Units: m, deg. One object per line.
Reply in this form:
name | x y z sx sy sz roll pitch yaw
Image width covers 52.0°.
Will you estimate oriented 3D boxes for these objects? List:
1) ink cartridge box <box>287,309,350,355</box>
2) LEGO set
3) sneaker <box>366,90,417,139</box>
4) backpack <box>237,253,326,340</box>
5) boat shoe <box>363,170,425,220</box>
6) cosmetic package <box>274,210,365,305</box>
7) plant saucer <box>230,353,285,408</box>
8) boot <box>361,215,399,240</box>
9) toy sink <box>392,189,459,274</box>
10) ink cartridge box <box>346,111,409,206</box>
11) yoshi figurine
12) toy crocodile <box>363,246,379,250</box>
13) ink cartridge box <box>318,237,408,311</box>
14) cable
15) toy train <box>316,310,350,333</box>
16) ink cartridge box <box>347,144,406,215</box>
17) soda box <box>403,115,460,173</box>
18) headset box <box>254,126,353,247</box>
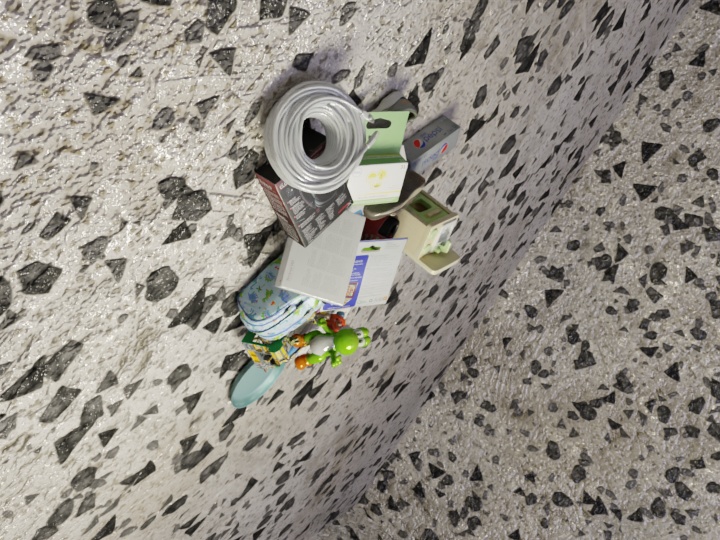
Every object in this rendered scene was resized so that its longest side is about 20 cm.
ink cartridge box | -0.132 0.137 1.957 0.199 0.084 0.147 -9 134 -59
LEGO set | -0.182 0.162 1.765 0.117 0.151 0.202 65 36 -39
sneaker | 0.043 -0.310 1.606 0.200 0.079 0.074 -43 159 -15
backpack | -0.182 0.062 1.670 0.200 0.164 0.153 -44 153 15
boat shoe | 0.080 -0.162 1.738 0.199 0.074 0.074 -33 154 -35
cosmetic package | -0.086 -0.042 1.594 0.051 0.149 0.204 0 -107 65
plant saucer | -0.277 0.283 1.982 0.200 0.027 0.201 -41 157 -22
boot | -0.001 -0.074 1.804 0.200 0.144 0.072 -48 160 -3
toy sink | 0.162 -0.106 1.843 0.129 0.199 0.113 -24 146 -45
ink cartridge box | 0.033 -0.238 1.585 0.143 0.048 0.202 -8 132 -27
yoshi figurine | -0.076 0.177 1.784 0.113 0.197 0.113 -79 147 -50
toy crocodile | 0.056 -0.066 2.041 0.201 0.062 0.067 -52 158 2
ink cartridge box | 0.000 0.000 1.763 0.195 0.047 0.203 -5 126 -31
cable | -0.083 -0.245 1.357 0.199 0.069 0.202 39 77 -32
toy train | -0.083 0.067 1.865 0.150 0.055 0.204 27 60 -53
ink cartridge box | 0.017 -0.214 1.719 0.200 0.066 0.116 -46 158 -11
soda box | 0.166 -0.311 1.866 0.199 0.063 0.069 -38 154 -30
headset box | -0.111 -0.172 1.467 0.149 0.075 0.201 -44 140 -18
